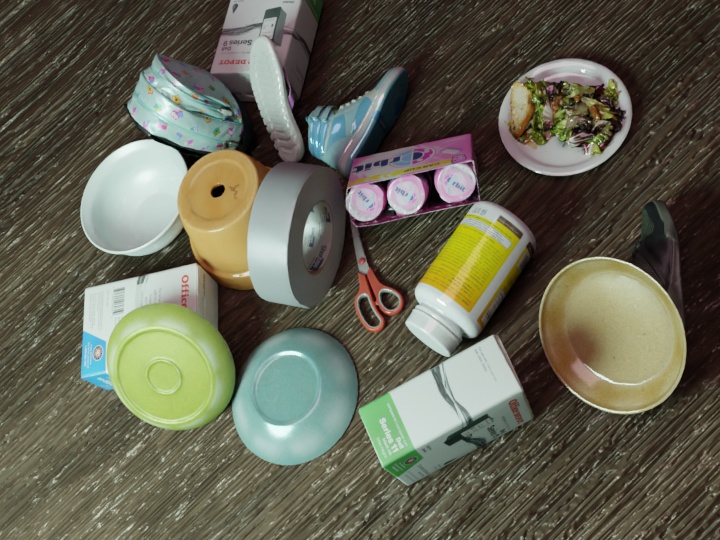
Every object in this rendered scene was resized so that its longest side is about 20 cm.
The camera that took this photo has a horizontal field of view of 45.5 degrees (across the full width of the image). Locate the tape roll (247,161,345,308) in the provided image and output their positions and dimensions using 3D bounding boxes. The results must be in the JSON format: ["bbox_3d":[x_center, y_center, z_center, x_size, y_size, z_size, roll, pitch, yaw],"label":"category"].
[{"bbox_3d":[-0.088,-0.052,1.239,0.065,0.201,0.205,8,69,21],"label":"tape roll"}]

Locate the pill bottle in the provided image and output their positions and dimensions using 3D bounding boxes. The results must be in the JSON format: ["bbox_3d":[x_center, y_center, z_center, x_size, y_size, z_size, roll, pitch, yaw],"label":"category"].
[{"bbox_3d":[0.148,0.014,1.182,0.108,0.110,0.202,31,79,27],"label":"pill bottle"}]

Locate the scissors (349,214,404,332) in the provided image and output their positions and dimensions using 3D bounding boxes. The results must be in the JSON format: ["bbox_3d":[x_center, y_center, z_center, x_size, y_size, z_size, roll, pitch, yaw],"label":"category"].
[{"bbox_3d":[0.000,0.000,1.292,0.072,0.014,0.202,-32,62,5],"label":"scissors"}]

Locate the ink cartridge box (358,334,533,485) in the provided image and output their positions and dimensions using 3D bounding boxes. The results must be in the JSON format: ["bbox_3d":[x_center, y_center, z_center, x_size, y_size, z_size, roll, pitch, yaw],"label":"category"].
[{"bbox_3d":[0.114,0.182,1.097,0.197,0.147,0.084,-30,62,5],"label":"ink cartridge box"}]

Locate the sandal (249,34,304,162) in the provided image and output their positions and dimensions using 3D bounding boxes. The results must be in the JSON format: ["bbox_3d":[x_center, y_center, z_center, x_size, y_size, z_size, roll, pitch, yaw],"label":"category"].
[{"bbox_3d":[-0.131,-0.278,1.396,0.049,0.208,0.081,-25,18,-40],"label":"sandal"}]

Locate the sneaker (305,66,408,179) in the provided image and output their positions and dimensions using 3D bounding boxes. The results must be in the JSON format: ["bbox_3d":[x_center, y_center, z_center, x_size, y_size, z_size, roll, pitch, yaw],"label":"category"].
[{"bbox_3d":[-0.015,-0.255,1.375,0.129,0.080,0.203,25,76,25],"label":"sneaker"}]

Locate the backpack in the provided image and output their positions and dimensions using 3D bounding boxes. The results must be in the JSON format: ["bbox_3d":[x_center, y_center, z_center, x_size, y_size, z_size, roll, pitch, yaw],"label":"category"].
[{"bbox_3d":[-0.280,-0.262,1.389,0.166,0.198,0.128,39,108,32],"label":"backpack"}]

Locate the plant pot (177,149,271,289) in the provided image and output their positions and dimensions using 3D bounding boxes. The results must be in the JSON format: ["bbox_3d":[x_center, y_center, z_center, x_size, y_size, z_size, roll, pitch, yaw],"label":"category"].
[{"bbox_3d":[-0.193,-0.092,1.328,0.195,0.140,0.205,-8,64,16],"label":"plant pot"}]

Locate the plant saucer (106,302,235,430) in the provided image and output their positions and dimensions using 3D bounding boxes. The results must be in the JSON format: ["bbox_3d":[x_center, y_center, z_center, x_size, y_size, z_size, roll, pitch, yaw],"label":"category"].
[{"bbox_3d":[-0.278,0.147,1.236,0.195,0.204,0.031,-12,19,13],"label":"plant saucer"}]

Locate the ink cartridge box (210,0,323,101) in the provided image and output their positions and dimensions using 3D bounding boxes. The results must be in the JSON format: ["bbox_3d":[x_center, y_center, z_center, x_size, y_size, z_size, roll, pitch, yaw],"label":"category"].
[{"bbox_3d":[-0.160,-0.401,1.486,0.142,0.084,0.205,3,68,20],"label":"ink cartridge box"}]

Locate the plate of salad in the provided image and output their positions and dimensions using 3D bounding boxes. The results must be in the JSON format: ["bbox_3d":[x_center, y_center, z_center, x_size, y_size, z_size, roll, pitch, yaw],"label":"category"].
[{"bbox_3d":[0.301,-0.235,1.277,0.195,0.048,0.205,-7,64,15],"label":"plate of salad"}]

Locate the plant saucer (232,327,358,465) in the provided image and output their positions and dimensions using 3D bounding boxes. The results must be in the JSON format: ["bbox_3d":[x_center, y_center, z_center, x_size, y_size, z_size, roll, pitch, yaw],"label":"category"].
[{"bbox_3d":[-0.102,0.173,1.235,0.196,0.039,0.206,-7,66,16],"label":"plant saucer"}]

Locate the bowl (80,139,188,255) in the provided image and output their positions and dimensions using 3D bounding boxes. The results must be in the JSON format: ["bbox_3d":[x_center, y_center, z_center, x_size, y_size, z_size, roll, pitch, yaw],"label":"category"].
[{"bbox_3d":[-0.353,-0.105,1.415,0.196,0.091,0.206,-7,65,15],"label":"bowl"}]

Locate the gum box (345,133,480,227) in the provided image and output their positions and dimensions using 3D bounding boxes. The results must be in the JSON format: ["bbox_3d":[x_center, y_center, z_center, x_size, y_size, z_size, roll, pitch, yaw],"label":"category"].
[{"bbox_3d":[0.074,-0.132,1.262,0.195,0.067,0.114,-11,26,12],"label":"gum box"}]

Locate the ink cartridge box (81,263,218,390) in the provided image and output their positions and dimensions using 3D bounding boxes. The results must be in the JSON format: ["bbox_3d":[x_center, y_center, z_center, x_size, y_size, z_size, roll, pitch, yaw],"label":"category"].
[{"bbox_3d":[-0.320,0.089,1.320,0.195,0.085,0.149,-11,64,13],"label":"ink cartridge box"}]

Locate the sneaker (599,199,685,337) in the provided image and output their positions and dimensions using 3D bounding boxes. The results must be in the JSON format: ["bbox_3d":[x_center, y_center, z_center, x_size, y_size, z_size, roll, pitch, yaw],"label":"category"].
[{"bbox_3d":[0.363,0.001,1.133,0.111,0.076,0.205,0,72,12],"label":"sneaker"}]

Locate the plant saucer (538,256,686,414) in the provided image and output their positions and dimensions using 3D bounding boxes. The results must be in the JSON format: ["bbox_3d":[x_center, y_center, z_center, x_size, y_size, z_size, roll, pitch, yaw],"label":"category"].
[{"bbox_3d":[0.319,0.078,1.083,0.197,0.035,0.205,17,116,39],"label":"plant saucer"}]
